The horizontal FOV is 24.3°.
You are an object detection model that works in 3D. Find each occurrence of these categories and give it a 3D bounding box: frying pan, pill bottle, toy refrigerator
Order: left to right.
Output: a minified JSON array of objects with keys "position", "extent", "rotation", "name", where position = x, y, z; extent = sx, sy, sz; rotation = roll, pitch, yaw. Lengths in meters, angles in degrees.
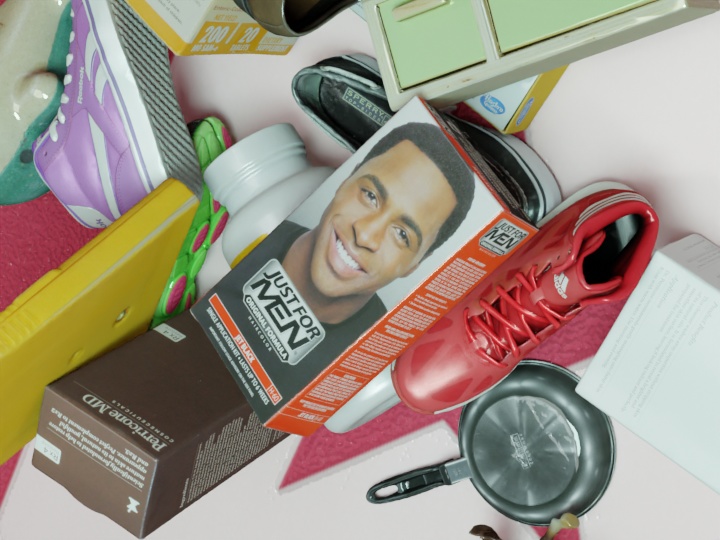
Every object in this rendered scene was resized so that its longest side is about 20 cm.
[{"position":[-0.026,0.002,1.137],"extent":[0.104,0.104,0.201],"rotation":[-36,81,29],"name":"pill bottle"},{"position":[0.082,0.117,1.142],"extent":[0.189,0.031,0.116],"rotation":[3,99,26],"name":"frying pan"},{"position":[0.104,-0.160,1.003],"extent":[0.199,0.070,0.076],"rotation":[-16,88,31],"name":"toy refrigerator"}]

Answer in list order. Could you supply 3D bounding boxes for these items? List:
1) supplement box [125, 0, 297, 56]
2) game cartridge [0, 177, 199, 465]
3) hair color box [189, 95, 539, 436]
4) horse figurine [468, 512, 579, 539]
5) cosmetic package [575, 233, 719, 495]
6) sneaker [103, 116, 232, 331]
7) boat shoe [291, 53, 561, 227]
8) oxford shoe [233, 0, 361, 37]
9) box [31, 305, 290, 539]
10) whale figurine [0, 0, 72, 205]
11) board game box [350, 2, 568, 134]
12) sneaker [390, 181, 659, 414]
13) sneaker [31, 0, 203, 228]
[{"position":[-0.054,-0.238,1.094],"extent":[0.074,0.126,0.200],"rotation":[46,118,20],"name":"supplement box"},{"position":[-0.196,0.046,1.089],"extent":[0.032,0.200,0.177],"rotation":[40,138,10],"name":"game cartridge"},{"position":[0.000,0.000,1.030],"extent":[0.200,0.061,0.102],"rotation":[-43,62,13],"name":"hair color box"},{"position":[0.143,0.244,1.109],"extent":[0.200,0.050,0.133],"rotation":[43,134,7],"name":"horse figurine"},{"position":[0.246,0.079,1.011],"extent":[0.200,0.081,0.113],"rotation":[37,115,18],"name":"cosmetic package"},{"position":[-0.152,-0.025,1.219],"extent":[0.084,0.077,0.201],"rotation":[31,112,17],"name":"sneaker"},{"position":[0.040,-0.081,1.104],"extent":[0.199,0.068,0.074],"rotation":[40,116,17],"name":"boat shoe"},{"position":[0.014,-0.216,1.017],"extent":[0.200,0.073,0.084],"rotation":[-48,40,4],"name":"oxford shoe"},{"position":[-0.120,0.092,1.146],"extent":[0.100,0.200,0.075],"rotation":[29,125,21],"name":"box"},{"position":[-0.242,-0.141,1.246],"extent":[0.159,0.104,0.201],"rotation":[29,91,55],"name":"whale figurine"},{"position":[0.096,-0.212,1.065],"extent":[0.153,0.040,0.200],"rotation":[42,116,17],"name":"board game box"},{"position":[0.098,0.016,1.021],"extent":[0.200,0.116,0.078],"rotation":[-44,91,1],"name":"sneaker"},{"position":[-0.188,-0.126,1.141],"extent":[0.114,0.073,0.202],"rotation":[-12,92,25],"name":"sneaker"}]
